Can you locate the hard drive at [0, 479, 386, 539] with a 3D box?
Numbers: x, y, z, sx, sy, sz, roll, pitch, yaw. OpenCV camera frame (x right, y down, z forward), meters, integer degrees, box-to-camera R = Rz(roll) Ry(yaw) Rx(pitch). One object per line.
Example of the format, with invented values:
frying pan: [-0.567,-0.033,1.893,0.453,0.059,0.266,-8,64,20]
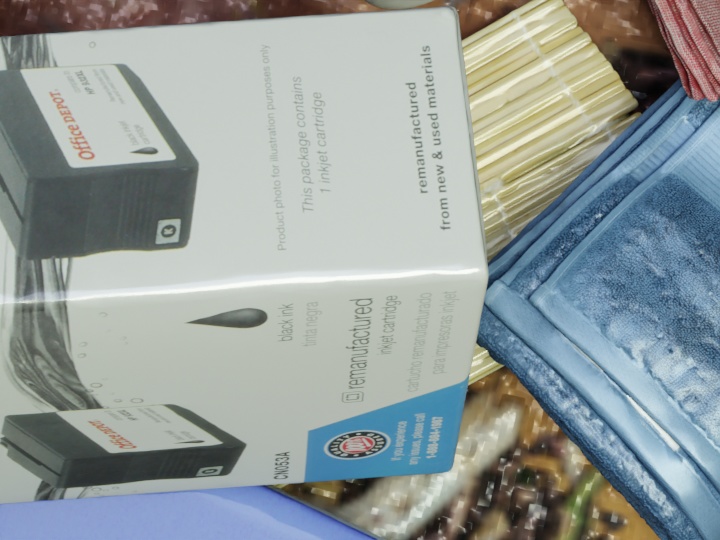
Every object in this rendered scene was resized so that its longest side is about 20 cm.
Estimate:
hard drive: [-0.077,0.114,0.863,0.199,0.025,0.132,25,90,9]

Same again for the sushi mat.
sushi mat: [0.000,0.000,0.890,0.200,0.012,0.096,-29,79,0]

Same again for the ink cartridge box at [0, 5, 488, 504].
ink cartridge box: [-0.072,0.002,0.796,0.199,0.145,0.084,-4,66,-4]

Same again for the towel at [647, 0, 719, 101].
towel: [0.098,-0.167,0.826,0.023,0.144,0.201,-1,57,29]

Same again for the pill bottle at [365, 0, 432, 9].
pill bottle: [-0.009,-0.189,0.877,0.112,0.112,0.200,-34,78,-2]

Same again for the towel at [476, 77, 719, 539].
towel: [0.133,-0.018,0.854,0.200,0.049,0.112,-43,83,-10]
